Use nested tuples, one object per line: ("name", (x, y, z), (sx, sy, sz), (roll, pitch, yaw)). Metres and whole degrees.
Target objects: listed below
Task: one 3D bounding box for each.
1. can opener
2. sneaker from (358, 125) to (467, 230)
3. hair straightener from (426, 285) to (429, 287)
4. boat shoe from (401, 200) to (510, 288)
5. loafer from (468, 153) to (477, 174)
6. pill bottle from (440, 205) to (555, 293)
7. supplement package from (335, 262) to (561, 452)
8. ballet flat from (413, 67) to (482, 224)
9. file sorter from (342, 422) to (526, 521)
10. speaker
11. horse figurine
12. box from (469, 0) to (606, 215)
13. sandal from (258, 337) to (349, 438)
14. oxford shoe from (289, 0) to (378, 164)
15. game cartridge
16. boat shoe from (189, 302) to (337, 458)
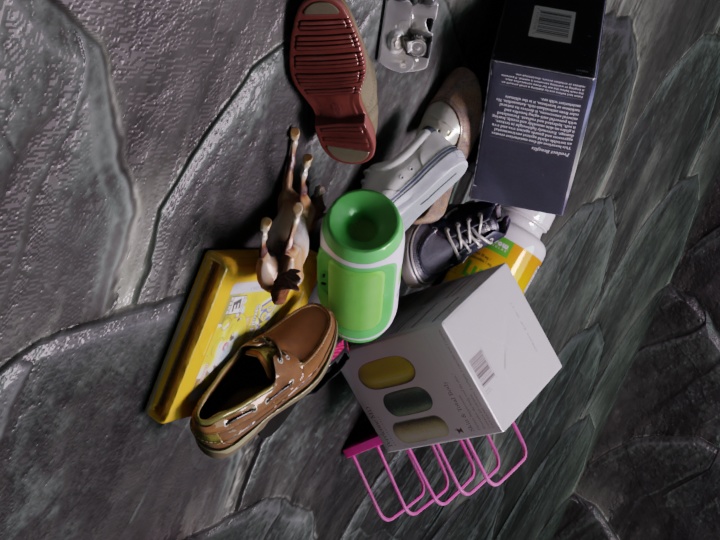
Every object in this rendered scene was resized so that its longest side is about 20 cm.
("can opener", (0.055, -0.291, 1.160), (0.067, 0.053, 0.201), (-84, -177, -53))
("sneaker", (0.025, -0.078, 1.296), (0.200, 0.071, 0.073), (-40, 160, 2))
("hair straightener", (0.040, 0.003, 1.439), (0.077, 0.041, 0.200), (-64, 158, 6))
("boat shoe", (0.119, -0.043, 1.445), (0.075, 0.092, 0.200), (66, 30, -15))
("loafer", (0.213, -0.145, 1.601), (0.200, 0.072, 0.063), (2, 110, -61))
("pill bottle", (0.191, -0.010, 1.648), (0.201, 0.111, 0.111), (-61, 157, -2))
("supplement package", (0.105, 0.111, 1.438), (0.151, 0.199, 0.152), (-39, 103, -42))
("ballet flat", (0.090, -0.138, 1.362), (0.067, 0.068, 0.201), (-21, 133, -46))
("file sorter", (0.109, 0.254, 1.628), (0.199, 0.126, 0.139), (-27, 177, 34))
("speaker", (0.000, 0.000, 1.213), (0.089, 0.088, 0.200), (-50, 163, -24))
("horse figurine", (-0.067, -0.037, 1.119), (0.133, 0.050, 0.201), (96, 2, -47))
("box", (0.211, -0.209, 1.382), (0.201, 0.122, 0.199), (-71, 171, -45))
("sandal", (-0.052, 0.117, 1.374), (0.201, 0.045, 0.075), (-56, 156, -13))
("oxford shoe", (-0.022, -0.192, 1.098), (0.201, 0.070, 0.075), (81, 17, -53))
("game cartridge", (-0.121, 0.062, 1.190), (0.200, 0.032, 0.177), (-3, 118, -62))
("boat shoe", (-0.090, 0.100, 1.171), (0.200, 0.072, 0.068), (-50, 156, -27))
